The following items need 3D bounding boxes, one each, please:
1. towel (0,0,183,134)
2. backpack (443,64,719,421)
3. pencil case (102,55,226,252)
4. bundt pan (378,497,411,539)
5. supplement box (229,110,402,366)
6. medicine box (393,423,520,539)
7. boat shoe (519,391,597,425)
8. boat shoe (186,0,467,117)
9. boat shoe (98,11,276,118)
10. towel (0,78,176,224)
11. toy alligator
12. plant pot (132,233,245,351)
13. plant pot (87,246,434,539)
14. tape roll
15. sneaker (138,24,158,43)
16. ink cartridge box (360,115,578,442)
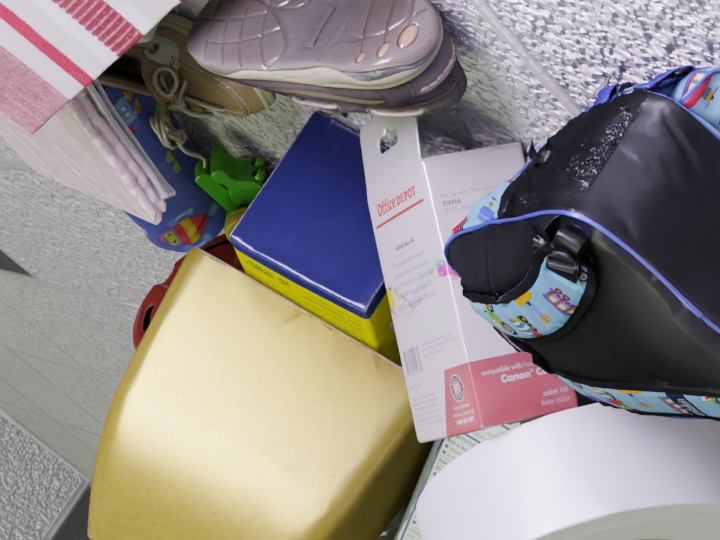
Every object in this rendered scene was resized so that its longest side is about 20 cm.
[{"bbox_3d":[-0.167,-0.177,1.106,0.144,0.200,0.023,39,-153,-30],"label":"towel"},{"bbox_3d":[0.146,-0.005,1.035,0.182,0.135,0.200,37,163,-14],"label":"backpack"},{"bbox_3d":[-0.164,-0.094,1.482,0.078,0.087,0.200,-15,144,16],"label":"pencil case"},{"bbox_3d":[0.065,0.156,1.569,0.202,0.202,0.076,40,152,-21],"label":"bundt pan"},{"bbox_3d":[0.000,0.000,1.378,0.109,0.110,0.200,28,162,19],"label":"supplement box"},{"bbox_3d":[0.140,0.158,1.403,0.182,0.103,0.201,29,122,14],"label":"medicine box"},{"bbox_3d":[0.181,0.084,1.251,0.062,0.072,0.200,34,141,-27],"label":"boat shoe"},{"bbox_3d":[-0.022,-0.117,1.145,0.200,0.075,0.073,17,157,47],"label":"boat shoe"},{"bbox_3d":[-0.144,-0.136,1.344,0.200,0.063,0.073,25,162,27],"label":"boat shoe"},{"bbox_3d":[-0.219,-0.126,1.300,0.191,0.032,0.200,23,153,48],"label":"towel"},{"bbox_3d":[-0.078,-0.057,1.476,0.054,0.059,0.200,-22,134,18],"label":"toy alligator"},{"bbox_3d":[-0.072,0.083,1.641,0.200,0.201,0.195,14,147,49],"label":"plant pot"},{"bbox_3d":[-0.080,0.141,1.382,0.194,0.200,0.196,30,164,11],"label":"plant pot"},{"bbox_3d":[0.136,0.155,1.221,0.203,0.202,0.071,65,-171,-61],"label":"tape roll"},{"bbox_3d":[-0.155,-0.196,1.183,0.088,0.082,0.200,28,171,14],"label":"sneaker"},{"bbox_3d":[0.061,-0.004,1.215,0.116,0.067,0.201,153,105,-71],"label":"ink cartridge box"}]
